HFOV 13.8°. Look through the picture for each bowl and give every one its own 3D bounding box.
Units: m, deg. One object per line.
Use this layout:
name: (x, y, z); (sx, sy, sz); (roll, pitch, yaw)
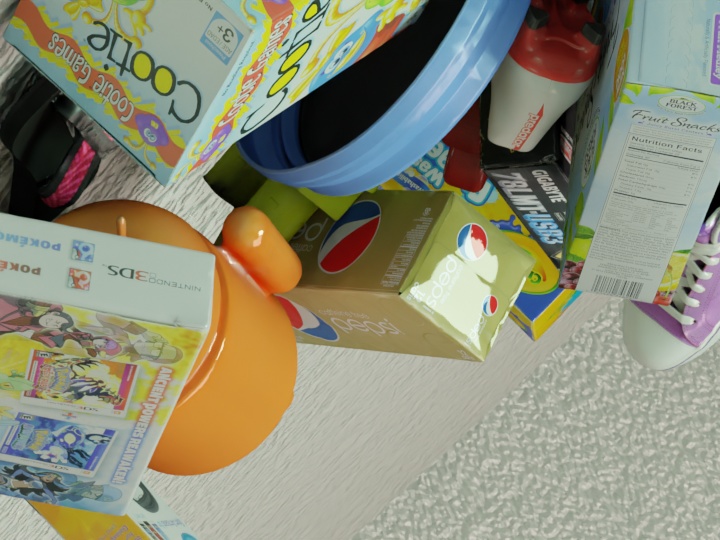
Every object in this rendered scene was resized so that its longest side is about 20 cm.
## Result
bowl: (0.015, -0.126, 1.494); (0.201, 0.039, 0.201); (-38, -146, 32)

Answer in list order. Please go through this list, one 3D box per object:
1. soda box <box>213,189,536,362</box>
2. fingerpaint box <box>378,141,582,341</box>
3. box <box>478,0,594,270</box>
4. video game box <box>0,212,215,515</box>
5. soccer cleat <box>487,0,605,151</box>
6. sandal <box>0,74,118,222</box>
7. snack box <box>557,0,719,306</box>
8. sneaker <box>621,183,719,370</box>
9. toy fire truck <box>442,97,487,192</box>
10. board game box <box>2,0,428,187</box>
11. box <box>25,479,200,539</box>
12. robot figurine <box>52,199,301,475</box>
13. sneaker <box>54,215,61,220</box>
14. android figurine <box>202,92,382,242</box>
soda box: (0.000, 0.000, 1.574); (0.200, 0.068, 0.064); (5, -118, 56)
fingerpaint box: (0.093, -0.086, 1.866); (0.167, 0.200, 0.073); (-45, 169, -5)
box: (0.108, -0.122, 1.675); (0.050, 0.199, 0.200); (-6, 162, 16)
video game box: (-0.173, 0.038, 1.334); (0.200, 0.182, 0.047); (119, -18, -58)
soccer cleat: (0.088, -0.142, 1.522); (0.200, 0.069, 0.085); (-89, -160, -49)
sandal: (-0.136, -0.058, 1.453); (0.075, 0.045, 0.200); (-42, 169, -19)
snack box: (0.151, -0.104, 1.494); (0.200, 0.068, 0.169); (99, -1, -61)
sneaker: (0.202, -0.018, 1.830); (0.114, 0.073, 0.201); (-20, 141, -58)
toy fire truck: (0.044, -0.150, 1.740); (0.200, 0.112, 0.168); (83, 25, -76)
board game box: (-0.045, -0.141, 1.332); (0.200, 0.105, 0.103); (-38, 166, -46)
box: (-0.151, 0.125, 1.671); (0.041, 0.200, 0.119); (-47, 171, 3)
robot figurine: (-0.105, 0.036, 1.487); (0.200, 0.144, 0.117); (42, 47, -61)
sneaker: (-0.182, 0.036, 1.592); (0.116, 0.074, 0.200); (-49, 160, 24)
android figurine: (-0.002, -0.104, 1.583); (0.200, 0.041, 0.182); (-49, -151, 8)
